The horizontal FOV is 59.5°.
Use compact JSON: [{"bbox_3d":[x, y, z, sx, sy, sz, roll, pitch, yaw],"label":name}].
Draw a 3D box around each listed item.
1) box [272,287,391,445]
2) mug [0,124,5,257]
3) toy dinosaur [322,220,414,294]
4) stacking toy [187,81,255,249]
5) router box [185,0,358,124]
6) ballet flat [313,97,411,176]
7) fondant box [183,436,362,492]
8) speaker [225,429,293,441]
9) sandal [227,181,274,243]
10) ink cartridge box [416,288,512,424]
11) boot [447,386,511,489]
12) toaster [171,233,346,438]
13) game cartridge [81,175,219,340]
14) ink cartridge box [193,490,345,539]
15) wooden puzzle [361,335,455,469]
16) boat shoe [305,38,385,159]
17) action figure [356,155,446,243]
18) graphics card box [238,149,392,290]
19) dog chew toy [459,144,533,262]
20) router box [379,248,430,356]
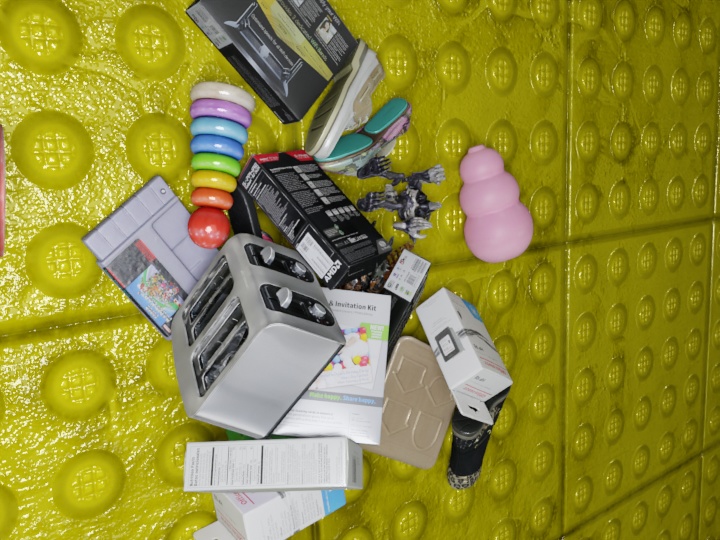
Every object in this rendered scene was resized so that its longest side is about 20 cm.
[{"bbox_3d":[-0.041,0.128,0.862,0.152,0.041,0.204,7,74,-4],"label":"box"},{"bbox_3d":[-0.453,-0.060,0.602,0.197,0.133,0.182,0,94,-33],"label":"mug"},{"bbox_3d":[0.000,0.000,0.979,0.201,0.101,0.137,-51,154,-40],"label":"toy dinosaur"},{"bbox_3d":[-0.188,-0.130,0.804,0.084,0.085,0.205,10,85,-36],"label":"stacking toy"},{"bbox_3d":[-0.114,-0.331,0.863,0.200,0.052,0.158,47,68,-31],"label":"router box"},{"bbox_3d":[0.012,-0.191,0.974,0.199,0.069,0.072,-41,137,-26],"label":"ballet flat"},{"bbox_3d":[-0.101,0.247,0.791,0.145,0.195,0.059,68,21,-68],"label":"fondant box"},{"bbox_3d":[-0.095,0.217,0.928,0.197,0.088,0.090,10,90,-37],"label":"speaker"},{"bbox_3d":[-0.138,-0.026,0.875,0.045,0.074,0.204,-23,106,-40],"label":"sandal"},{"bbox_3d":[0.178,0.141,1.040,0.066,0.202,0.115,-37,142,21],"label":"ink cartridge box"},{"bbox_3d":[0.219,0.296,1.186,0.203,0.072,0.157,-37,137,-50],"label":"boot"},{"bbox_3d":[-0.133,0.081,0.760,0.118,0.182,0.201,26,112,-37],"label":"toaster"},{"bbox_3d":[-0.248,-0.003,0.820,0.130,0.038,0.201,-49,121,-26],"label":"game cartridge"},{"bbox_3d":[-0.133,0.325,0.893,0.197,0.115,0.068,-18,107,-34],"label":"ink cartridge box"},{"bbox_3d":[0.090,0.230,1.096,0.184,0.046,0.203,28,84,-35],"label":"wooden puzzle"},{"bbox_3d":[-0.016,-0.243,0.924,0.068,0.074,0.203,33,70,-28],"label":"boat shoe"},{"bbox_3d":[0.080,-0.109,0.988,0.198,0.101,0.122,11,86,-52],"label":"action figure"},{"bbox_3d":[-0.058,-0.074,0.847,0.200,0.051,0.125,47,30,12],"label":"graphics card box"},{"bbox_3d":[0.229,-0.120,1.110,0.123,0.124,0.204,-25,102,-31],"label":"dog chew toy"},{"bbox_3d":[0.040,0.084,0.979,0.050,0.149,0.202,27,75,10],"label":"router box"}]
